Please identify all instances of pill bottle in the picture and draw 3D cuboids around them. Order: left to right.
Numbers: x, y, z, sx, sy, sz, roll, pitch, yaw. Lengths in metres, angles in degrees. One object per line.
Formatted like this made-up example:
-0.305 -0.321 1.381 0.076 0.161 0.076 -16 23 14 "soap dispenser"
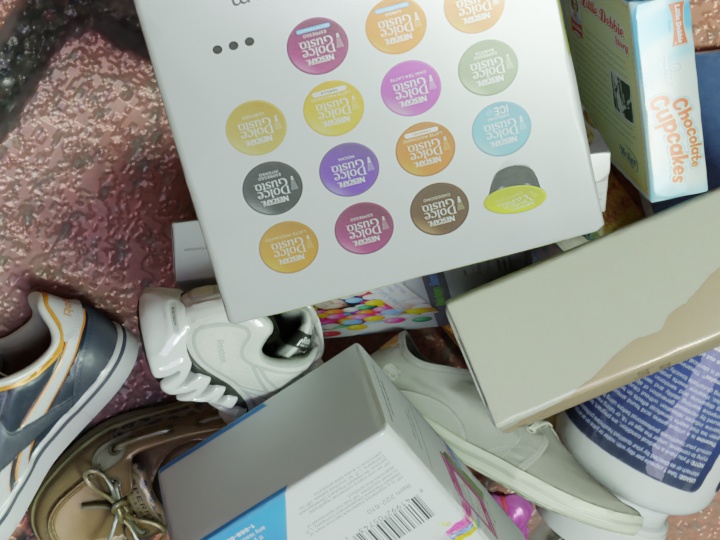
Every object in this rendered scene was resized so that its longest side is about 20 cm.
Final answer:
0.190 0.080 1.621 0.111 0.111 0.200 22 107 -21 "pill bottle"

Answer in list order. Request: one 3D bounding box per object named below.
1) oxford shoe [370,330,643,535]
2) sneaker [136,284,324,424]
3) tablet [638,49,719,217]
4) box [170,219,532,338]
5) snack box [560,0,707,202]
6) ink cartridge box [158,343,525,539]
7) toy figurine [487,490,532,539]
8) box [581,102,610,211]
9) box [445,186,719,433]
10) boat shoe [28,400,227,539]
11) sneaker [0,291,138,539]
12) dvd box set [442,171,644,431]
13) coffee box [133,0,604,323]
0.085 0.097 1.574 0.200 0.075 0.058 30 88 14 "oxford shoe"
-0.052 0.051 1.512 0.081 0.075 0.200 -19 160 17 "sneaker"
0.230 -0.050 1.573 0.130 0.200 0.014 -7 148 -9 "tablet"
0.000 0.000 1.536 0.199 0.156 0.041 -5 73 5 "box"
0.146 -0.125 1.497 0.037 0.200 0.116 -12 112 -8 "snack box"
-0.001 0.161 1.512 0.144 0.085 0.200 -32 126 10 "ink cartridge box"
0.049 0.194 1.666 0.200 0.150 0.185 13 102 -8 "toy figurine"
0.097 -0.097 1.503 0.041 0.200 0.039 -4 122 -10 "box"
0.155 0.018 1.471 0.200 0.095 0.078 -23 82 6 "box"
-0.116 0.121 1.631 0.200 0.063 0.073 -32 118 3 "boat shoe"
-0.225 0.099 1.588 0.079 0.078 0.200 36 91 -30 "sneaker"
0.130 0.020 1.661 0.146 0.029 0.200 -36 117 4 "dvd box set"
-0.002 -0.122 1.350 0.199 0.200 0.198 -14 119 1 "coffee box"
